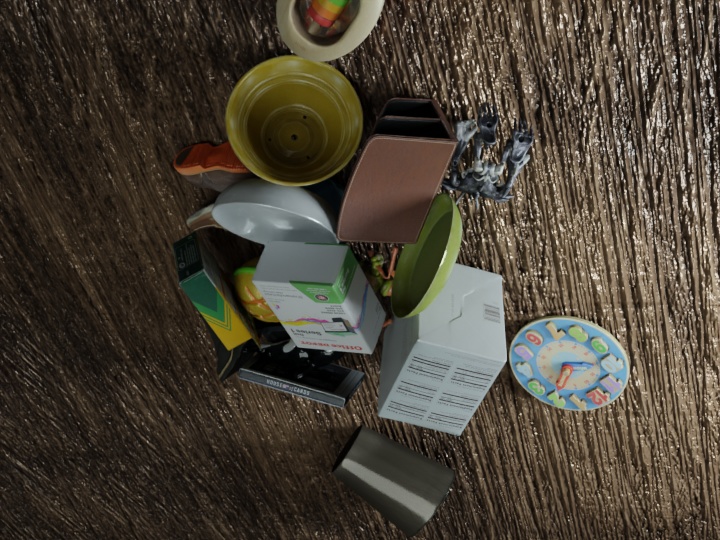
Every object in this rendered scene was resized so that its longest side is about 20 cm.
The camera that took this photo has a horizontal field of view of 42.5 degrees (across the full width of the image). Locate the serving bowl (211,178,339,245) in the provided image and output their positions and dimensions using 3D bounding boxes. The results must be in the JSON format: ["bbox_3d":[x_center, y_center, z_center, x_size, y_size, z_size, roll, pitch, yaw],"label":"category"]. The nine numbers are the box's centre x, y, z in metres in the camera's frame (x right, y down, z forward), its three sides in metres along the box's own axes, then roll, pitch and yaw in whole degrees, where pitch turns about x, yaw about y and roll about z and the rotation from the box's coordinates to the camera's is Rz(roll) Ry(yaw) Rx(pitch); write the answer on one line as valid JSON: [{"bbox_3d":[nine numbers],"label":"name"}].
[{"bbox_3d":[-0.123,-0.092,1.414,0.200,0.066,0.200,11,165,3],"label":"serving bowl"}]

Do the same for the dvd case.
[{"bbox_3d":[-0.105,0.192,1.696,0.200,0.150,0.025,15,105,10],"label":"dvd case"}]

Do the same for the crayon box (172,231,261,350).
[{"bbox_3d":[-0.246,0.046,1.588,0.052,0.126,0.200,-29,126,2],"label":"crayon box"}]

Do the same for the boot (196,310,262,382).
[{"bbox_3d":[-0.267,0.117,1.766,0.138,0.077,0.200,43,139,9],"label":"boot"}]

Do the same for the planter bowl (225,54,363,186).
[{"bbox_3d":[-0.098,-0.210,1.379,0.200,0.201,0.083,25,168,2],"label":"planter bowl"}]

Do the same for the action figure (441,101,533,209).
[{"bbox_3d":[0.184,-0.162,1.327,0.119,0.102,0.200,18,158,-3],"label":"action figure"}]

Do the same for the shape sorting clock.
[{"bbox_3d":[0.348,0.159,1.554,0.200,0.039,0.200,11,130,13],"label":"shape sorting clock"}]

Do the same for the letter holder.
[{"bbox_3d":[0.034,-0.144,1.357,0.142,0.101,0.200,-1,136,-21],"label":"letter holder"}]

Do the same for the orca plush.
[{"bbox_3d":[-0.117,0.154,1.645,0.200,0.071,0.105,2,145,17],"label":"orca plush"}]

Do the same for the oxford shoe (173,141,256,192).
[{"bbox_3d":[-0.204,-0.168,1.507,0.200,0.071,0.073,3,144,29],"label":"oxford shoe"}]

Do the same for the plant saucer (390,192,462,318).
[{"bbox_3d":[0.102,-0.018,1.387,0.031,0.200,0.200,20,134,-14],"label":"plant saucer"}]

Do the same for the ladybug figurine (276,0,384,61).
[{"bbox_3d":[-0.034,-0.374,1.258,0.136,0.072,0.200,39,132,-10],"label":"ladybug figurine"}]

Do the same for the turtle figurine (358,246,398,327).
[{"bbox_3d":[0.000,0.000,1.552,0.161,0.064,0.200,24,141,12],"label":"turtle figurine"}]

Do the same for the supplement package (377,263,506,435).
[{"bbox_3d":[0.130,0.122,1.496,0.147,0.191,0.200,15,133,-8],"label":"supplement package"}]

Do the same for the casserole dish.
[{"bbox_3d":[-0.079,-0.071,1.514,0.200,0.039,0.121,-30,76,36],"label":"casserole dish"}]

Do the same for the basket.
[{"bbox_3d":[0.055,0.403,1.813,0.200,0.136,0.180,33,128,-1],"label":"basket"}]

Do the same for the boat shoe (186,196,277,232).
[{"bbox_3d":[-0.211,-0.093,1.546,0.200,0.076,0.072,-17,106,38],"label":"boat shoe"}]

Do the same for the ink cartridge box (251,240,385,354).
[{"bbox_3d":[-0.062,0.045,1.480,0.145,0.084,0.200,3,146,24],"label":"ink cartridge box"}]

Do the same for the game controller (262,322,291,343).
[{"bbox_3d":[-0.078,0.118,1.681,0.200,0.042,0.104,-6,142,25],"label":"game controller"}]

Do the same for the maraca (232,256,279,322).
[{"bbox_3d":[-0.155,0.042,1.627,0.137,0.107,0.200,17,157,12],"label":"maraca"}]
